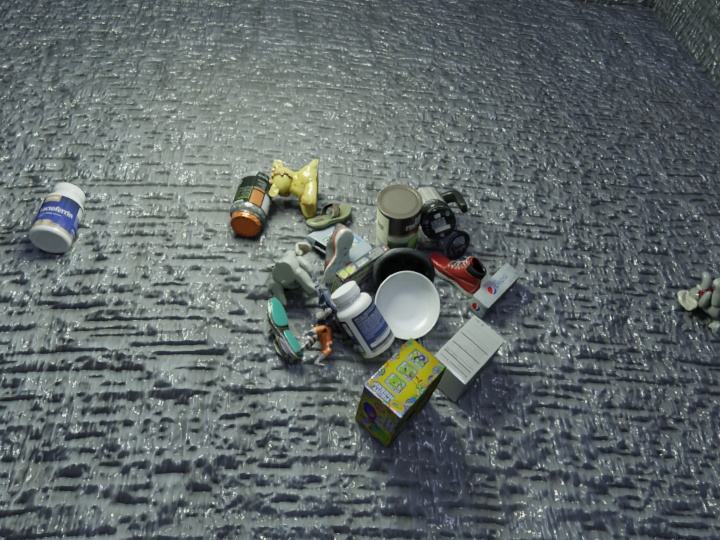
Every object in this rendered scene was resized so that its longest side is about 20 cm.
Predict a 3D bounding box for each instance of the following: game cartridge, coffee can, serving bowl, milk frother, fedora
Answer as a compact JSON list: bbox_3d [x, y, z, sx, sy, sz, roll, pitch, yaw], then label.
[{"bbox_3d":[-0.063,-0.086,1.741,0.198,0.041,0.133,31,37,19],"label":"game cartridge"},{"bbox_3d":[0.122,-0.157,1.731,0.144,0.201,0.148,0,54,0],"label":"coffee can"},{"bbox_3d":[0.136,0.107,1.606,0.196,0.066,0.204,1,82,-6],"label":"serving bowl"},{"bbox_3d":[0.275,-0.162,1.826,0.177,0.203,0.189,-5,29,-4],"label":"milk frother"},{"bbox_3d":[0.131,0.006,1.675,0.197,0.204,0.092,5,19,-5],"label":"fedora"}]

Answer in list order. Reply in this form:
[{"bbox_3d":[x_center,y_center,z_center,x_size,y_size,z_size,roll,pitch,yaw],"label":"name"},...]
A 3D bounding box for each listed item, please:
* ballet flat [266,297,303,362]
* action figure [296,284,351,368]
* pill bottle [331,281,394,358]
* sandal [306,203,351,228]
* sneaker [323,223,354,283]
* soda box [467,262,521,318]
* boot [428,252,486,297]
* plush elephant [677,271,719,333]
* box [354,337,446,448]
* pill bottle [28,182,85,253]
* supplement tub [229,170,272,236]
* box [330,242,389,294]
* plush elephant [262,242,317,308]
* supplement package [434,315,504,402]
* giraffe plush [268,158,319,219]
[{"bbox_3d":[-0.231,0.175,1.517,0.071,0.072,0.202,-20,65,-22],"label":"ballet flat"},{"bbox_3d":[-0.115,0.148,1.511,0.103,0.202,0.194,-19,20,25],"label":"action figure"},{"bbox_3d":[0.003,0.135,1.501,0.111,0.110,0.202,-42,107,-33],"label":"pill bottle"},{"bbox_3d":[-0.101,-0.193,1.792,0.079,0.058,0.200,14,29,35],"label":"sandal"},{"bbox_3d":[-0.074,-0.055,1.651,0.076,0.202,0.082,3,32,-32],"label":"sneaker"},{"bbox_3d":[0.429,0.064,1.711,0.063,0.069,0.199,40,58,19],"label":"soda box"},{"bbox_3d":[0.310,-0.021,1.707,0.199,0.145,0.072,37,58,20],"label":"boot"},{"bbox_3d":[1.162,0.082,1.764,0.162,0.203,0.155,-3,30,-13],"label":"plush elephant"},{"bbox_3d":[0.100,0.319,1.380,0.121,0.201,0.192,38,55,19],"label":"box"},{"bbox_3d":[-0.918,-0.164,1.629,0.114,0.117,0.203,3,53,-7],"label":"pill bottle"},{"bbox_3d":[-0.358,-0.219,1.759,0.120,0.123,0.202,10,52,-2],"label":"supplement tub"},{"bbox_3d":[0.000,0.000,1.660,0.199,0.111,0.035,-33,70,-30],"label":"box"},{"bbox_3d":[-0.206,0.002,1.616,0.202,0.163,0.155,60,20,-4],"label":"plush elephant"},{"bbox_3d":[0.297,0.249,1.518,0.117,0.118,0.199,40,58,20],"label":"supplement package"},{"bbox_3d":[-0.223,-0.285,1.782,0.159,0.202,0.174,4,44,-3],"label":"giraffe plush"}]
